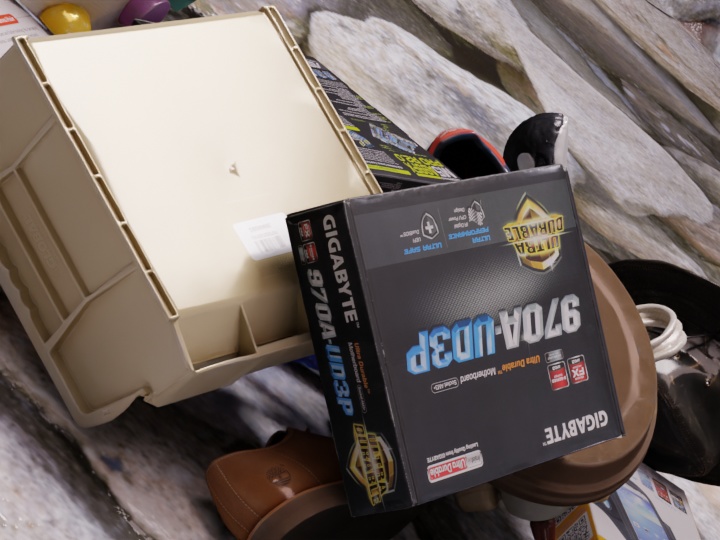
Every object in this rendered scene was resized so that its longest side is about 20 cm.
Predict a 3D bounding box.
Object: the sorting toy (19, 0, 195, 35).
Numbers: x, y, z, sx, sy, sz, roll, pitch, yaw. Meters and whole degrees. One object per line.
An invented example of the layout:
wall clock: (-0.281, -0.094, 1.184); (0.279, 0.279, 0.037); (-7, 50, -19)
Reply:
sorting toy: (-0.120, -0.218, 1.395); (0.107, 0.180, 0.200); (56, 10, 10)

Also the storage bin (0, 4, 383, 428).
storage bin: (-0.092, -0.031, 1.199); (0.200, 0.094, 0.199); (-14, 70, -50)

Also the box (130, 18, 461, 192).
box: (-0.043, -0.086, 1.420); (0.160, 0.044, 0.200); (42, 19, 26)

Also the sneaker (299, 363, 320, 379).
sneaker: (-0.032, 0.012, 1.382); (0.200, 0.072, 0.072); (32, 25, -27)

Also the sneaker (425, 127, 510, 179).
sneaker: (0.092, -0.008, 1.582); (0.085, 0.075, 0.200); (98, -31, -78)

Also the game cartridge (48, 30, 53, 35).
game cartridge: (-0.150, -0.110, 1.476); (0.133, 0.041, 0.200); (41, 18, -16)

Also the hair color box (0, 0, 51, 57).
hair color box: (-0.216, -0.113, 1.307); (0.200, 0.061, 0.102); (45, 19, 4)

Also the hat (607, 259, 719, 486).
hat: (0.215, 0.093, 1.589); (0.201, 0.201, 0.081); (41, 42, -3)

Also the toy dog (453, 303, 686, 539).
toy dog: (0.122, 0.104, 1.442); (0.132, 0.096, 0.200); (10, 38, 29)

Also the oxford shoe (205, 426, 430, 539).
oxford shoe: (-0.011, 0.110, 1.218); (0.071, 0.071, 0.200); (46, 20, 22)

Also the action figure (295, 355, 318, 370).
action figure: (-0.016, 0.064, 1.335); (0.200, 0.099, 0.065); (10, 33, -18)

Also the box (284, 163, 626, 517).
box: (0.054, 0.032, 1.205); (0.200, 0.046, 0.159); (-10, 88, -50)

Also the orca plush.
orca plush: (0.113, -0.035, 1.687); (0.071, 0.200, 0.105); (8, 54, 9)

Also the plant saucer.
plant saucer: (0.101, 0.042, 1.338); (0.200, 0.029, 0.200); (20, 52, -27)

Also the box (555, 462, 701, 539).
box: (0.176, 0.170, 1.503); (0.119, 0.041, 0.200); (35, 22, -21)
